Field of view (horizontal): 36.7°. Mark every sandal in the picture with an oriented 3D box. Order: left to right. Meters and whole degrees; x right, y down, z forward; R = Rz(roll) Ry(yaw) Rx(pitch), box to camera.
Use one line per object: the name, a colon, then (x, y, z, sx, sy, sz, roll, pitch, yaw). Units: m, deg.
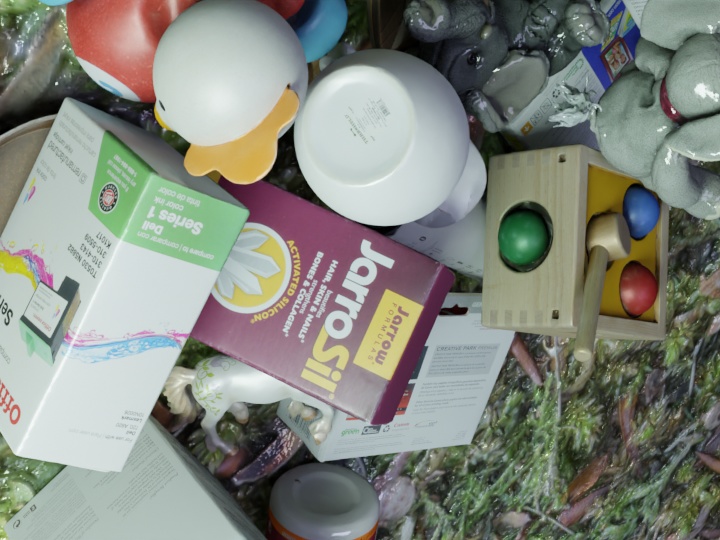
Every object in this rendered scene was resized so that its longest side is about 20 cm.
sandal: (0.011, -0.262, 0.832, 0.080, 0.054, 0.201, -46, 142, -28)

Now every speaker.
speaker: (0.086, -0.042, 1.010, 0.199, 0.081, 0.082, 20, 102, -44)

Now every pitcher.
pitcher: (0.011, -0.112, 0.808, 0.121, 0.172, 0.200, -41, 169, 12)

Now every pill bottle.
pill bottle: (-0.045, 0.303, 1.086, 0.109, 0.109, 0.202, -11, 121, -35)

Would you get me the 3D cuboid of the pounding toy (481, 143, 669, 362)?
pounding toy: (0.198, -0.009, 0.966, 0.199, 0.141, 0.186, 9, 82, -45)

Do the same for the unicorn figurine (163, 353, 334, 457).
unicorn figurine: (-0.073, 0.088, 0.923, 0.198, 0.074, 0.138, -20, 131, -10)

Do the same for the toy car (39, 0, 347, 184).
toy car: (-0.101, -0.131, 0.684, 0.176, 0.201, 0.184, -26, 145, 19)

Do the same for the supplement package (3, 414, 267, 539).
supplement package: (-0.159, 0.248, 0.893, 0.152, 0.200, 0.151, -43, 135, -10)

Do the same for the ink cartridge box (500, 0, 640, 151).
ink cartridge box: (0.240, -0.171, 1.089, 0.198, 0.047, 0.200, -53, 137, -4)

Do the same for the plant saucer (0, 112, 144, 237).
plant saucer: (-0.220, -0.024, 0.798, 0.199, 0.034, 0.202, -20, 125, -30)

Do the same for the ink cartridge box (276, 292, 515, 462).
ink cartridge box: (0.043, 0.080, 1.040, 0.199, 0.084, 0.177, 2, 116, -41)

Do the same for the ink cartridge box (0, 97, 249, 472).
ink cartridge box: (-0.179, 0.009, 0.725, 0.084, 0.145, 0.201, 19, 102, -44)

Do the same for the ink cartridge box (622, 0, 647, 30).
ink cartridge box: (0.317, -0.274, 1.021, 0.200, 0.083, 0.146, 39, 59, -46)

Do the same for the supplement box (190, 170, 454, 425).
supplement box: (-0.046, 0.018, 0.827, 0.132, 0.199, 0.103, -65, 169, -2)

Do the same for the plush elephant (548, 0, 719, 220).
plush elephant: (0.275, -0.141, 0.890, 0.199, 0.154, 0.166, 4, 79, -35)

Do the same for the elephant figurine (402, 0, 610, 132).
elephant figurine: (0.096, -0.189, 0.898, 0.200, 0.141, 0.156, -38, 119, -25)

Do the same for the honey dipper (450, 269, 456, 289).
honey dipper: (0.000, 0.000, 0.964, 0.198, 0.038, 0.038, 9, 110, -29)
